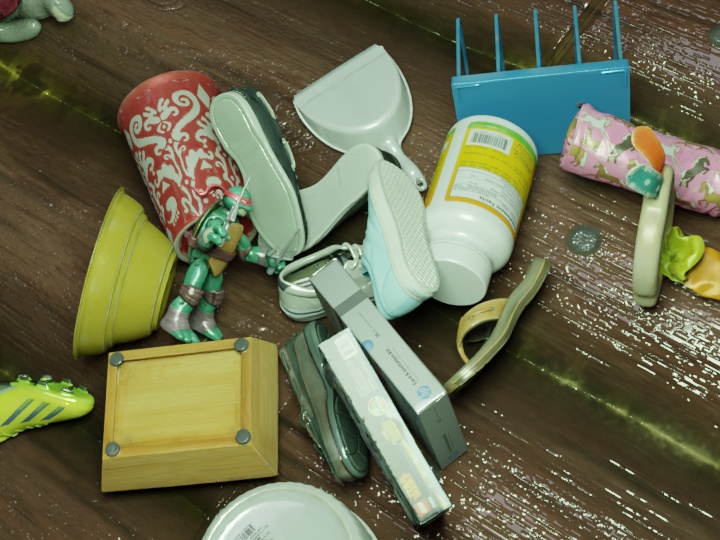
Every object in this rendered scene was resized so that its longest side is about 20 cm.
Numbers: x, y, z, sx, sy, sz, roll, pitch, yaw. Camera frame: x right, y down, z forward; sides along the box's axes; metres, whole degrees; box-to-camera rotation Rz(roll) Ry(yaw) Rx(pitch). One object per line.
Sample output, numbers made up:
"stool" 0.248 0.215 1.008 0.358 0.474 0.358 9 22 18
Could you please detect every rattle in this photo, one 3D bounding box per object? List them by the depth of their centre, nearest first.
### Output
"rattle" 0.348 -0.050 1.410 0.142 0.202 0.130 23 44 28

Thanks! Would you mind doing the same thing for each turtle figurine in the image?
"turtle figurine" -0.150 -0.019 1.505 0.100 0.149 0.202 34 104 36

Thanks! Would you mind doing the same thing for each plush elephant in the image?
"plush elephant" -0.519 -0.348 1.800 0.199 0.165 0.155 -8 39 40

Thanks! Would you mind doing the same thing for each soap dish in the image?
"soap dish" -0.190 0.154 1.477 0.197 0.081 0.159 -6 59 7

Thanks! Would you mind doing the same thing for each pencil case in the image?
"pencil case" 0.325 -0.123 1.510 0.198 0.083 0.087 18 69 7

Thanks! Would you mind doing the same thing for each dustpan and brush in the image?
"dustpan and brush" 0.022 -0.173 1.648 0.139 0.057 0.200 -33 52 -6

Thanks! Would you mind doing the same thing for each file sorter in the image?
"file sorter" 0.212 -0.226 1.586 0.197 0.139 0.124 -5 55 9

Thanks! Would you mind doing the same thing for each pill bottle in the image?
"pill bottle" 0.125 -0.065 1.509 0.110 0.112 0.201 9 55 17

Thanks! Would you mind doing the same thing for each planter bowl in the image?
"planter bowl" -0.257 0.014 1.526 0.083 0.201 0.202 16 62 -4

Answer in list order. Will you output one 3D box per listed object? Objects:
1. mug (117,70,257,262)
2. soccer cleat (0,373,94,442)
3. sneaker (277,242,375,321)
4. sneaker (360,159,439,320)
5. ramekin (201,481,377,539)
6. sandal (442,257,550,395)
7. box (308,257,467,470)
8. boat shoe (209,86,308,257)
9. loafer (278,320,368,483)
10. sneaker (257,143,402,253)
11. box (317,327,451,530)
"mug" -0.183 -0.129 1.616 0.176 0.134 0.201 -23 61 0
"soccer cleat" -0.398 0.161 1.540 0.198 0.065 0.085 2 90 8
"sneaker" 0.000 0.000 1.533 0.198 0.071 0.073 -22 58 -5
"sneaker" 0.025 -0.034 1.447 0.082 0.074 0.201 -40 37 29
"ramekin" -0.073 0.309 1.348 0.198 0.105 0.202 -5 59 9
"sandal" 0.139 0.055 1.464 0.054 0.080 0.201 35 65 5
"box" 0.031 0.100 1.419 0.041 0.156 0.200 -37 60 -8
"boat shoe" -0.102 -0.116 1.543 0.075 0.202 0.060 -14 10 36
"loafer" -0.042 0.150 1.467 0.063 0.072 0.201 -30 49 17
"sneaker" -0.028 -0.075 1.592 0.199 0.099 0.071 -37 73 25
"box" 0.023 0.163 1.361 0.040 0.137 0.201 -29 78 -5
